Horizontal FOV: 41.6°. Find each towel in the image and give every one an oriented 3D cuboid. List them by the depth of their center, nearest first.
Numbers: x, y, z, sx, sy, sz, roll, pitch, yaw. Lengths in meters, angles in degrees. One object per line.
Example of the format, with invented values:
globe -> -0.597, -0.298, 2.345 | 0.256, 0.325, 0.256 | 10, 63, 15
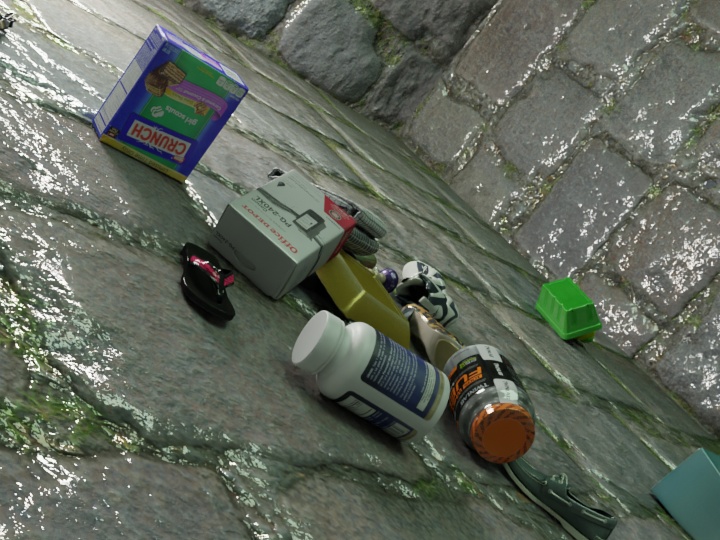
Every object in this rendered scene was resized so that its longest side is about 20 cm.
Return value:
towel -> -0.067, -0.099, 1.691 | 0.200, 0.086, 0.166 | 26, 1, 22

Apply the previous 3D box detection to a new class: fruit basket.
fruit basket -> 0.640, 0.147, 2.877 | 0.216, 0.155, 0.216 | 164, -90, -80

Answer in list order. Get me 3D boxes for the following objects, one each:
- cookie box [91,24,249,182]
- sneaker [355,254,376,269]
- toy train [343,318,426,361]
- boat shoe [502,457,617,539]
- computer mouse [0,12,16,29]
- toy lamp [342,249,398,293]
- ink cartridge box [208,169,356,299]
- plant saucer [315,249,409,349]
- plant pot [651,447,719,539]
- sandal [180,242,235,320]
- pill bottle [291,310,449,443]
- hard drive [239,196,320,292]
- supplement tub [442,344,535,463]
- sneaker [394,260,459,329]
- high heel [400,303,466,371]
cookie box -> -0.314, -0.271, 1.566 | 0.171, 0.200, 0.075 | 27, 19, -37
sneaker -> -0.031, -0.087, 1.925 | 0.200, 0.090, 0.067 | 35, 13, -14
toy train -> 0.037, 0.131, 1.523 | 0.200, 0.034, 0.046 | 30, 28, -33
boat shoe -> 0.307, 0.342, 1.464 | 0.200, 0.062, 0.073 | 42, 14, 13
computer mouse -> -0.686, -0.474, 1.608 | 0.200, 0.044, 0.110 | 40, 17, -20
toy lamp -> 0.000, 0.000, 1.797 | 0.058, 0.058, 0.200 | 47, 17, 32
ink cartridge box -> -0.120, -0.061, 1.495 | 0.145, 0.083, 0.200 | 40, 34, 7
plant saucer -> 0.001, 0.036, 1.624 | 0.200, 0.048, 0.200 | 38, 13, -46
plant pot -> 0.724, 0.492, 1.914 | 0.141, 0.141, 0.200 | 26, 25, -40
sandal -> -0.205, 0.002, 1.285 | 0.075, 0.045, 0.200 | 31, 15, -29
pill bottle -> 0.012, 0.138, 1.264 | 0.200, 0.111, 0.111 | 34, 14, -20
hard drive -> -0.146, -0.050, 1.633 | 0.139, 0.033, 0.200 | 32, 15, -25
supplement tub -> 0.204, 0.211, 1.501 | 0.122, 0.123, 0.200 | 34, 14, -18
sneaker -> 0.115, 0.027, 1.954 | 0.130, 0.079, 0.199 | 38, 21, -42
high heel -> 0.153, 0.127, 1.736 | 0.200, 0.071, 0.143 | 32, 19, 11
